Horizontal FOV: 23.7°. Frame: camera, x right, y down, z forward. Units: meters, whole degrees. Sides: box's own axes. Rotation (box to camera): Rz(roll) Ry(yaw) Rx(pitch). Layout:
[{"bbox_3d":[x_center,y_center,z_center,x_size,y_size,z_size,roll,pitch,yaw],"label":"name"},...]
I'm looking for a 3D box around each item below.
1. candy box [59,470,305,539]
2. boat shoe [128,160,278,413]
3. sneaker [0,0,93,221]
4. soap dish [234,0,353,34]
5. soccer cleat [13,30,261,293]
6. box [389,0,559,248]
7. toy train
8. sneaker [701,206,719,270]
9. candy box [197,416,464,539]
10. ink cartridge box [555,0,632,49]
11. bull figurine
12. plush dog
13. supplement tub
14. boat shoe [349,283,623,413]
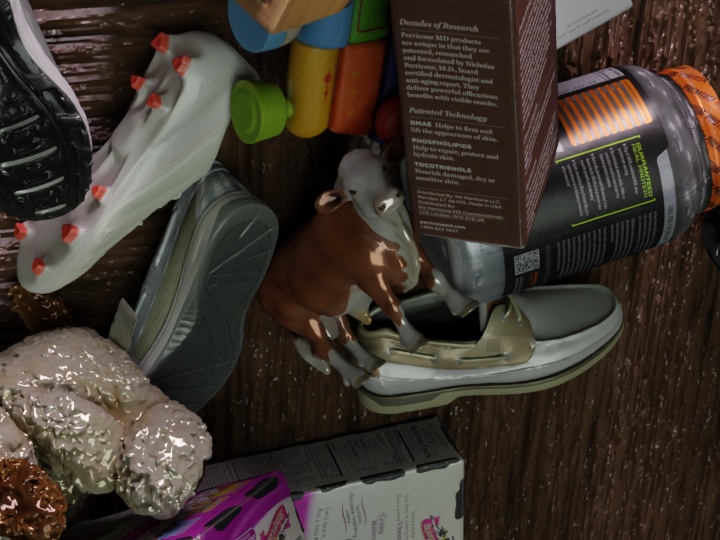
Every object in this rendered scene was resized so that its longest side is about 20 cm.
[{"bbox_3d":[-0.152,0.198,1.114,0.199,0.136,0.061,-16,95,22],"label":"candy box"},{"bbox_3d":[-0.117,0.025,1.122,0.074,0.065,0.203,-5,130,-40],"label":"boat shoe"},{"bbox_3d":[-0.204,-0.119,0.977,0.074,0.079,0.201,-17,120,2],"label":"sneaker"},{"bbox_3d":[-0.031,-0.248,0.926,0.081,0.157,0.201,9,118,-44],"label":"soap dish"},{"bbox_3d":[-0.137,-0.058,1.055,0.077,0.069,0.200,24,112,-46],"label":"soccer cleat"},{"bbox_3d":[0.065,-0.119,0.948,0.075,0.100,0.201,9,136,15],"label":"box"},{"bbox_3d":[-0.028,-0.098,1.041,0.115,0.085,0.201,-15,131,-31],"label":"toy train"},{"bbox_3d":[0.304,-0.012,1.238,0.111,0.077,0.201,-28,122,-9],"label":"sneaker"},{"bbox_3d":[-0.026,0.194,1.256,0.199,0.061,0.137,-9,123,-14],"label":"candy box"},{"bbox_3d":[0.080,-0.239,0.989,0.068,0.116,0.201,-28,126,-3],"label":"ink cartridge box"},{"bbox_3d":[0.000,0.000,1.081,0.065,0.200,0.122,-35,90,-33],"label":"bull figurine"},{"bbox_3d":[-0.217,0.109,1.053,0.172,0.199,0.161,-39,109,-46],"label":"plush dog"},{"bbox_3d":[0.135,-0.060,1.119,0.199,0.123,0.123,-17,125,-9],"label":"supplement tub"},{"bbox_3d":[0.091,0.042,1.196,0.199,0.075,0.069,-16,131,-9],"label":"boat shoe"}]
